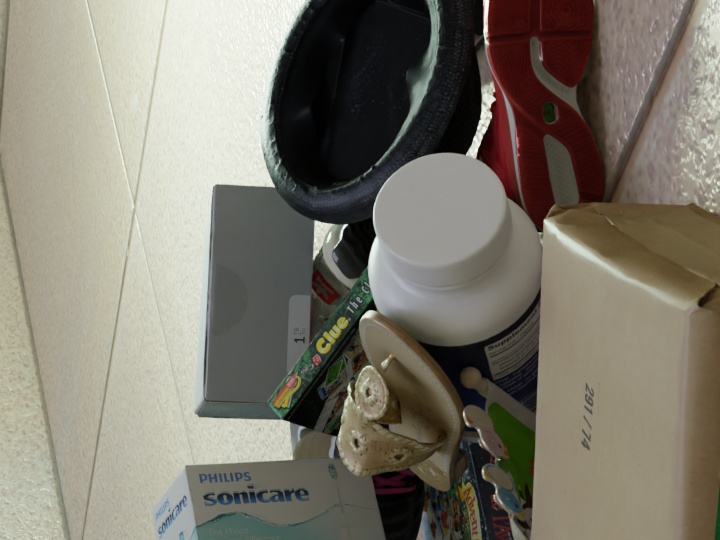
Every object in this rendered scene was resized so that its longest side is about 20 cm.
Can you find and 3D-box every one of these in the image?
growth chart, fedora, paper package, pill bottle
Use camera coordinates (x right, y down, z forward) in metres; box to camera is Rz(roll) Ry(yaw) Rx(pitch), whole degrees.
[{"bbox_3d":[0.121,0.158,1.210,0.018,0.145,0.201,-33,54,21],"label":"growth chart"},{"bbox_3d":[0.024,-0.119,1.358,0.200,0.091,0.202,-17,63,36],"label":"fedora"},{"bbox_3d":[0.172,0.082,1.059,0.191,0.103,0.201,-139,48,-66],"label":"paper package"},{"bbox_3d":[0.066,0.016,1.261,0.200,0.110,0.111,70,-178,-55],"label":"pill bottle"}]

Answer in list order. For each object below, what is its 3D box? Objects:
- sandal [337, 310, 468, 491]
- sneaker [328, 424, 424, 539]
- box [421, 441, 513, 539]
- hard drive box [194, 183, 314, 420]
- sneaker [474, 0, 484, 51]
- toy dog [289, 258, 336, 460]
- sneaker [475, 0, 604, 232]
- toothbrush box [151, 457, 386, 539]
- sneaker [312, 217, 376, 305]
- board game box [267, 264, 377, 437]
[{"bbox_3d":[0.020,0.107,1.260,0.077,0.070,0.212,34,163,24],"label":"sandal"},{"bbox_3d":[0.019,0.122,1.473,0.087,0.073,0.201,-158,69,-78],"label":"sneaker"},{"bbox_3d":[0.081,0.171,1.478,0.137,0.037,0.201,122,140,-63],"label":"box"},{"bbox_3d":[-0.081,0.029,1.489,0.200,0.076,0.157,132,141,-81],"label":"hard drive box"},{"bbox_3d":[0.048,-0.187,1.420,0.200,0.082,0.071,119,142,-59],"label":"sneaker"},{"bbox_3d":[-0.007,0.096,1.575,0.132,0.096,0.201,-127,40,-80],"label":"toy dog"},{"bbox_3d":[0.098,-0.122,1.287,0.115,0.078,0.201,-178,85,-71],"label":"sneaker"},{"bbox_3d":[-0.053,0.239,1.395,0.085,0.146,0.201,-50,48,53],"label":"toothbrush box"},{"bbox_3d":[0.000,0.000,1.437,0.071,0.093,0.200,55,-162,2],"label":"sneaker"},{"bbox_3d":[0.026,0.026,1.348,0.023,0.105,0.200,41,98,33],"label":"board game box"}]
